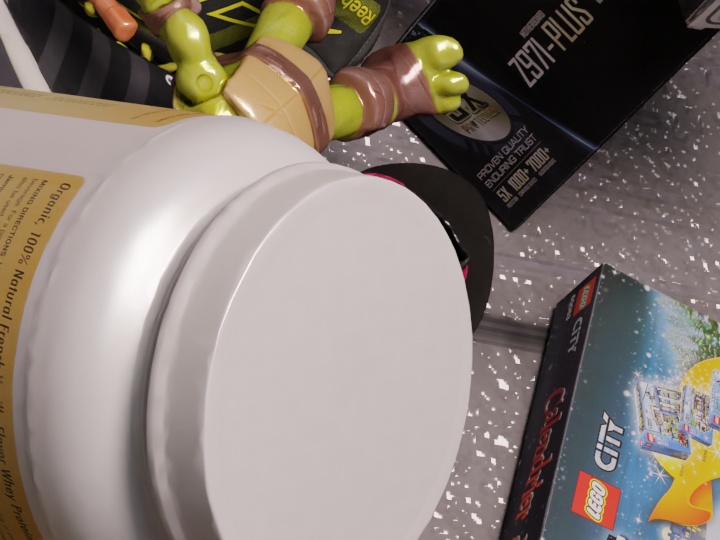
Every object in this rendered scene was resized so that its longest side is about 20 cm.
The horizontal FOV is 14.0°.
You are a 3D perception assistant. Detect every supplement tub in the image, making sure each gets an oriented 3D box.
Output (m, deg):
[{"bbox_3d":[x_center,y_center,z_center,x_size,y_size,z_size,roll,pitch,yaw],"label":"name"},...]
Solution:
[{"bbox_3d":[-0.081,0.021,0.867,0.144,0.199,0.145,-16,110,-50],"label":"supplement tub"}]

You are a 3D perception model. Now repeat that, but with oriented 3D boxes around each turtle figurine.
[{"bbox_3d":[-0.022,-0.048,0.975,0.200,0.064,0.161,51,36,-3],"label":"turtle figurine"}]

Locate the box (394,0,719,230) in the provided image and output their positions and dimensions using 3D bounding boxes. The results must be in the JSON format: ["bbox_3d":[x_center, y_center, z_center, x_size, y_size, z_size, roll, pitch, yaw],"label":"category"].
[{"bbox_3d":[0.120,-0.134,1.128,0.086,0.164,0.200,45,52,2],"label":"box"}]

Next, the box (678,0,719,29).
[{"bbox_3d":[0.149,-0.183,1.029,0.116,0.060,0.201,1,63,-28],"label":"box"}]

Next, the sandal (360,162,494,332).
[{"bbox_3d":[0.000,0.000,1.027,0.200,0.045,0.075,-15,80,-56],"label":"sandal"}]

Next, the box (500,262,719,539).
[{"bbox_3d":[0.118,0.112,1.065,0.136,0.038,0.201,26,54,-14],"label":"box"}]

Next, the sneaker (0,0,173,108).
[{"bbox_3d":[-0.105,-0.055,1.024,0.083,0.072,0.201,-34,93,-45],"label":"sneaker"}]

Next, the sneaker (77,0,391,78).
[{"bbox_3d":[-0.079,-0.109,1.060,0.199,0.085,0.075,2,18,-7],"label":"sneaker"}]
